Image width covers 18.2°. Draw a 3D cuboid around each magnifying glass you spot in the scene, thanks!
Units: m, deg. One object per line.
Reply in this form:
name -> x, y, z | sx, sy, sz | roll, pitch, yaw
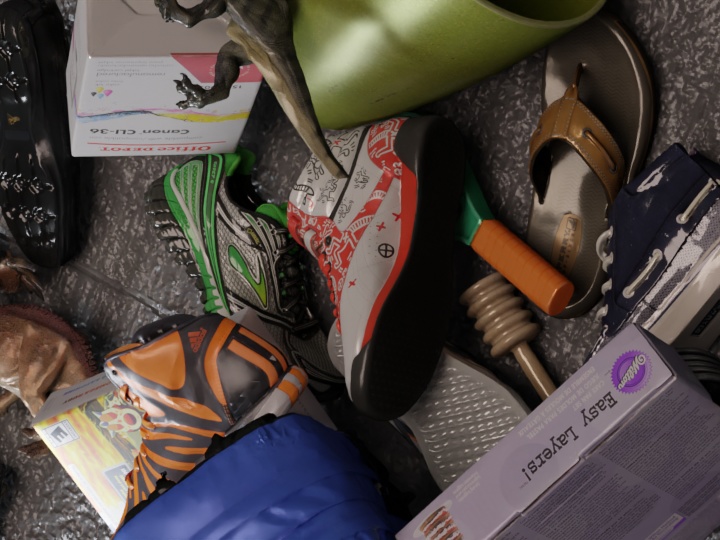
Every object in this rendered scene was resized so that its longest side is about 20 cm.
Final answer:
magnifying glass -> 0.066, -0.035, 1.449 | 0.200, 0.022, 0.080 | 42, 116, 37

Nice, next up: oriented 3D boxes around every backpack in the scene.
backpack -> -0.038, 0.177, 1.336 | 0.162, 0.200, 0.168 | -40, 66, -1

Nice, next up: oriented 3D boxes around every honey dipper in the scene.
honey dipper -> 0.129, 0.092, 1.434 | 0.038, 0.038, 0.200 | -39, 74, 27

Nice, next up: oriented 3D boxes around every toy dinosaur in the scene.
toy dinosaur -> -0.074, -0.142, 1.361 | 0.047, 0.088, 0.200 | 127, 127, -67
toy dinosaur -> -0.242, 0.052, 1.630 | 0.200, 0.086, 0.136 | 25, 95, 16

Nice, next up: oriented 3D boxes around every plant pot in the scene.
plant pot -> 0.024, -0.178, 1.416 | 0.200, 0.187, 0.187 | -40, 72, 42

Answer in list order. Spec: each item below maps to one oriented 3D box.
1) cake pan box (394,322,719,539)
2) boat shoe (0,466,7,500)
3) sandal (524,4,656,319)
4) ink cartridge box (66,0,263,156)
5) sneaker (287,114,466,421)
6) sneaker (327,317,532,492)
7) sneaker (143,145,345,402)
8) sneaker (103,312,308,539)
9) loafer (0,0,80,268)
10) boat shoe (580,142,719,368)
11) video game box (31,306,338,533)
cake pan box -> 0.144, 0.130, 1.318 | 0.200, 0.184, 0.052 | -44, 56, 13
boat shoe -> -0.297, 0.153, 1.688 | 0.066, 0.070, 0.200 | -13, 78, 33
sandal -> 0.132, -0.067, 1.412 | 0.082, 0.055, 0.200 | 19, 103, 31
ink cartridge box -> -0.131, -0.127, 1.476 | 0.200, 0.116, 0.068 | 119, 148, -68
sneaker -> 0.001, 0.000, 1.434 | 0.108, 0.067, 0.202 | -3, 69, 42
sneaker -> 0.066, 0.096, 1.442 | 0.078, 0.079, 0.200 | -47, 59, 5
sneaker -> -0.067, 0.002, 1.528 | 0.085, 0.078, 0.200 | -36, 78, 18
sneaker -> -0.127, 0.101, 1.440 | 0.112, 0.078, 0.200 | 38, 114, -1
loafer -> -0.228, -0.101, 1.629 | 0.068, 0.070, 0.201 | 8, 114, 34
boat shoe -> 0.174, 0.014, 1.388 | 0.200, 0.075, 0.093 | -50, 61, 15
video game box -> -0.094, 0.141, 1.518 | 0.182, 0.047, 0.200 | -25, 110, 28
